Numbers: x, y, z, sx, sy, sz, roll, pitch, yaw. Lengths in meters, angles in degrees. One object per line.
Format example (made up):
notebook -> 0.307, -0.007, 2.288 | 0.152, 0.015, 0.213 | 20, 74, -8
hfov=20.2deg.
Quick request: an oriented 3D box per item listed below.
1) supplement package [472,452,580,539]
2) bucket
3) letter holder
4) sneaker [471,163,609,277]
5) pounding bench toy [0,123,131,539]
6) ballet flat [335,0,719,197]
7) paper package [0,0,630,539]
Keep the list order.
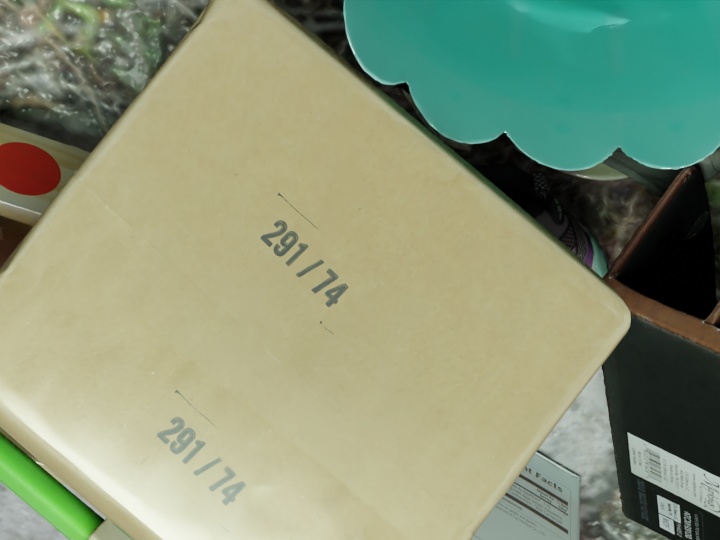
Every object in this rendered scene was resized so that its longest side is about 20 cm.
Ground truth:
supplement package -> 0.005, 0.178, 0.981 | 0.150, 0.200, 0.152 | 31, 127, -19
bucket -> 0.091, -0.152, 0.737 | 0.206, 0.135, 0.208 | 3, 130, 3
letter holder -> 0.186, 0.030, 0.894 | 0.100, 0.142, 0.200 | 25, 155, 25
sneaker -> 0.000, 0.000, 0.893 | 0.200, 0.078, 0.140 | -22, 146, 12
pounding bench toy -> -0.148, 0.041, 0.881 | 0.156, 0.200, 0.124 | 18, 132, -10
ballet flat -> 0.066, -0.076, 0.852 | 0.200, 0.068, 0.068 | 23, 138, -12
paper package -> -0.031, 0.025, 0.775 | 0.200, 0.103, 0.191 | 39, 87, -3
